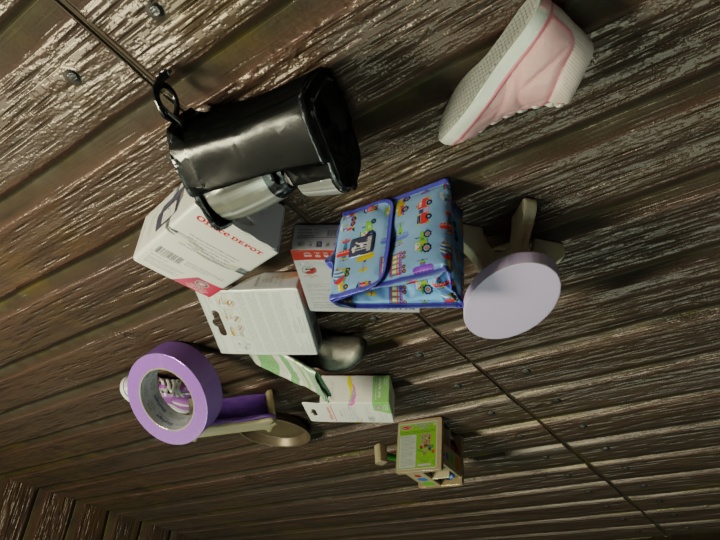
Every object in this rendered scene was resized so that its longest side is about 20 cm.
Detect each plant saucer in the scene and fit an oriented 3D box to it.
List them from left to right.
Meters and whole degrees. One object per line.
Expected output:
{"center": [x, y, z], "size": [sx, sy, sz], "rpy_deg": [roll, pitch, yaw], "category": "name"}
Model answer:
{"center": [-0.224, 0.415, 1.748], "size": [0.193, 0.030, 0.202], "rpy_deg": [4, 147, 3], "category": "plant saucer"}

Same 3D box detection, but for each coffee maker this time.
{"center": [-0.119, -0.157, 0.784], "size": [0.195, 0.138, 0.193], "rpy_deg": [-13, 142, 25], "category": "coffee maker"}

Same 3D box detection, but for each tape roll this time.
{"center": [-0.389, 0.256, 1.399], "size": [0.194, 0.066, 0.207], "rpy_deg": [6, 108, 17], "category": "tape roll"}

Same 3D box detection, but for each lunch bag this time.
{"center": [0.043, -0.025, 0.941], "size": [0.194, 0.154, 0.095], "rpy_deg": [-9, 145, 20], "category": "lunch bag"}

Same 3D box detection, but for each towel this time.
{"center": [-0.153, 0.189, 1.322], "size": [0.196, 0.024, 0.154], "rpy_deg": [25, 158, 23], "category": "towel"}

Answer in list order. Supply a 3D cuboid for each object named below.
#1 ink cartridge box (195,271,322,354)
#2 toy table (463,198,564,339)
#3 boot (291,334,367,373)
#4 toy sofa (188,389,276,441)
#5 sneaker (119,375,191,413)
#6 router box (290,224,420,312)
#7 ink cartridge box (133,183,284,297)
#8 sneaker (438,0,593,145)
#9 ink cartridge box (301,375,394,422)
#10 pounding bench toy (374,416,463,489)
{"center": [-0.177, 0.080, 1.194], "size": [0.193, 0.051, 0.166], "rpy_deg": [1, 130, 17], "category": "ink cartridge box"}
{"center": [0.216, -0.001, 0.983], "size": [0.179, 0.120, 0.201], "rpy_deg": [17, 144, -16], "category": "toy table"}
{"center": [-0.095, 0.139, 1.282], "size": [0.195, 0.069, 0.131], "rpy_deg": [-9, 143, 29], "category": "boot"}
{"center": [-0.293, 0.327, 1.533], "size": [0.193, 0.085, 0.098], "rpy_deg": [-3, 151, -19], "category": "toy sofa"}
{"center": [-0.440, 0.266, 1.528], "size": [0.197, 0.075, 0.113], "rpy_deg": [21, 142, -40], "category": "sneaker"}
{"center": [0.000, 0.000, 1.077], "size": [0.193, 0.050, 0.181], "rpy_deg": [0, 146, 8], "category": "router box"}
{"center": [-0.225, -0.055, 0.996], "size": [0.143, 0.087, 0.198], "rpy_deg": [29, 141, -32], "category": "ink cartridge box"}
{"center": [0.172, -0.194, 0.737], "size": [0.102, 0.077, 0.201], "rpy_deg": [24, 138, -17], "category": "sneaker"}
{"center": [-0.024, 0.287, 1.491], "size": [0.193, 0.069, 0.118], "rpy_deg": [-1, 147, 9], "category": "ink cartridge box"}
{"center": [0.148, 0.469, 1.685], "size": [0.195, 0.128, 0.156], "rpy_deg": [-14, 143, 27], "category": "pounding bench toy"}
